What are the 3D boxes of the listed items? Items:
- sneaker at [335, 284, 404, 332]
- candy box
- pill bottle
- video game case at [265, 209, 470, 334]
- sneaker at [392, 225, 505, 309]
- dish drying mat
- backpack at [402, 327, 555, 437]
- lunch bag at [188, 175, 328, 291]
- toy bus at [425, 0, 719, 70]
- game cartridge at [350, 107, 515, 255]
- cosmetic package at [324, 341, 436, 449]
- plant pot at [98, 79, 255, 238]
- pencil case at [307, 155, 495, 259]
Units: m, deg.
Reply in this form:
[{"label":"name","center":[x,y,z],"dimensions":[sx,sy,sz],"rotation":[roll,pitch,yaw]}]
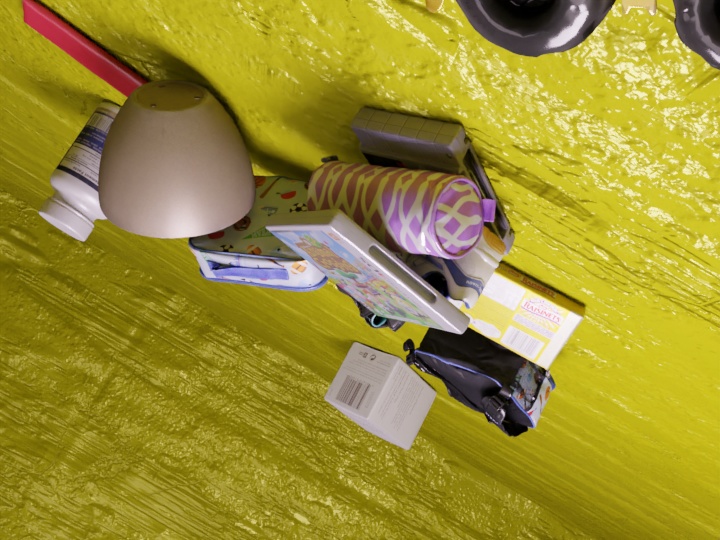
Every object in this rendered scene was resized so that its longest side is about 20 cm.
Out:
[{"label":"sneaker","center":[0.015,0.047,1.256],"dimensions":[0.075,0.080,0.198],"rotation":[40,163,-36]},{"label":"candy box","center":[0.171,0.040,0.948],"dimensions":[0.197,0.027,0.103],"rotation":[29,129,6]},{"label":"pill bottle","center":[-0.419,-0.153,1.191],"dimensions":[0.109,0.203,0.111],"rotation":[27,165,8]},{"label":"video game case","center":[0.000,0.000,0.794],"dimensions":[0.181,0.022,0.199],"rotation":[39,168,-21]},{"label":"sneaker","center":[0.071,-0.009,0.834],"dimensions":[0.075,0.090,0.199],"rotation":[31,169,-26]},{"label":"dish drying mat","center":[-0.359,-0.287,1.007],"dimensions":[0.198,0.018,0.077],"rotation":[36,163,-17]},{"label":"backpack","center":[0.191,0.142,1.090],"dimensions":[0.198,0.155,0.191],"rotation":[25,159,43]},{"label":"lunch bag","center":[-0.123,-0.047,0.986],"dimensions":[0.195,0.162,0.076],"rotation":[4,140,16]},{"label":"toy bus","center":[0.113,-0.189,0.259],"dimensions":[0.197,0.136,0.194],"rotation":[18,145,31]},{"label":"game cartridge","center":[0.079,-0.089,0.790],"dimensions":[0.128,0.039,0.200],"rotation":[14,159,34]},{"label":"cosmetic package","center":[0.052,0.311,1.864],"dimensions":[0.163,0.167,0.200],"rotation":[15,159,44]},{"label":"plant pot","center":[-0.227,-0.152,0.923],"dimensions":[0.197,0.200,0.137],"rotation":[23,130,22]},{"label":"pencil case","center":[0.031,-0.063,0.752],"dimensions":[0.084,0.086,0.198],"rotation":[-4,-165,-42]}]
